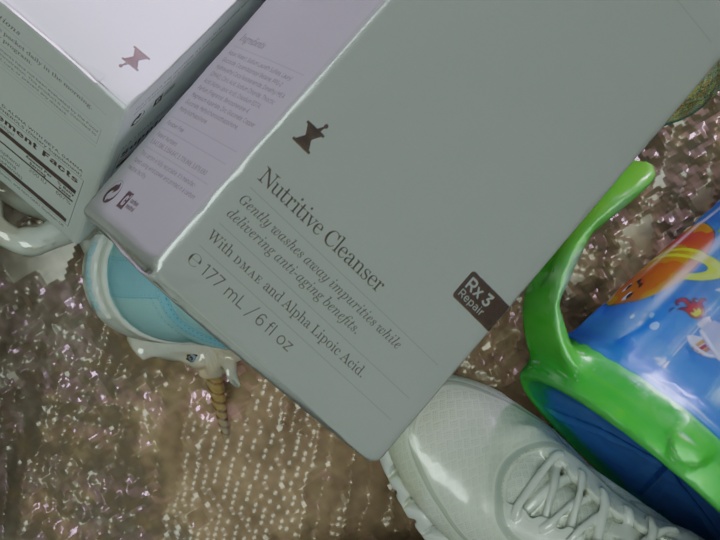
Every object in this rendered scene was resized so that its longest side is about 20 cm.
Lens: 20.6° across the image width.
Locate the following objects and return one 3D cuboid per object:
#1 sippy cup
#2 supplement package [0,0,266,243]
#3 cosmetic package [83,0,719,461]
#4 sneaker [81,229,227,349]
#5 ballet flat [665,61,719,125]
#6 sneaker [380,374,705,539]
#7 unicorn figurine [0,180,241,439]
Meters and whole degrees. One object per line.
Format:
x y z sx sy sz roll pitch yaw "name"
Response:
0.154 0.036 0.777 0.140 0.178 0.130 37 81 34 "sippy cup"
-0.121 -0.144 0.724 0.200 0.111 0.156 40 61 2 "supplement package"
0.019 -0.052 0.657 0.113 0.081 0.200 41 87 -29 "cosmetic package"
0.000 0.000 0.756 0.200 0.082 0.074 -11 100 -31 "sneaker"
0.107 -0.156 0.794 0.071 0.071 0.200 -11 94 0 "ballet flat"
0.094 0.109 0.781 0.200 0.081 0.075 41 66 -2 "sneaker"
-0.098 -0.039 0.787 0.137 0.074 0.200 9 88 -12 "unicorn figurine"
